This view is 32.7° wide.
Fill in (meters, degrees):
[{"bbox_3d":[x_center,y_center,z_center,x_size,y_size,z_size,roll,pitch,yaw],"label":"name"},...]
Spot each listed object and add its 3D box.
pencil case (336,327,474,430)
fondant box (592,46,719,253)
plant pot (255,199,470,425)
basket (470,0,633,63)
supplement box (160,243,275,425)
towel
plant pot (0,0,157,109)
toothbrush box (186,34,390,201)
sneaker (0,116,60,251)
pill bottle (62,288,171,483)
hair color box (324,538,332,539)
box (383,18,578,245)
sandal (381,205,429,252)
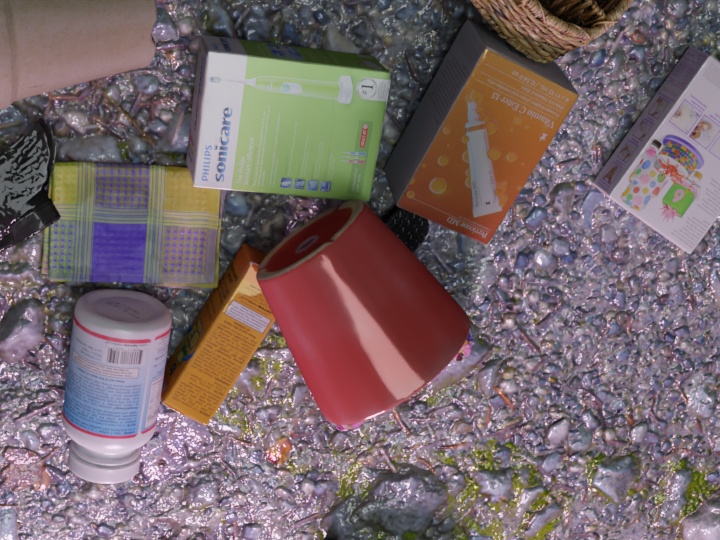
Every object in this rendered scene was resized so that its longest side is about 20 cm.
[{"bbox_3d":[0.040,0.108,1.467,0.199,0.087,0.083,-32,149,0],"label":"pencil case"},{"bbox_3d":[0.395,-0.143,1.469,0.143,0.058,0.201,30,101,-23],"label":"fondant box"},{"bbox_3d":[-0.009,0.036,1.320,0.199,0.201,0.178,-35,106,2],"label":"plant pot"},{"bbox_3d":[0.196,-0.329,1.266,0.148,0.144,0.200,-21,126,43],"label":"basket"},{"bbox_3d":[-0.156,0.074,1.411,0.068,0.067,0.201,27,102,-22],"label":"supplement box"},{"bbox_3d":[-0.248,-0.049,1.362,0.197,0.023,0.145,5,111,-16],"label":"towel"},{"bbox_3d":[-0.300,-0.254,1.188,0.181,0.200,0.203,-10,114,-22],"label":"plant pot"},{"bbox_3d":[-0.080,-0.163,1.323,0.197,0.086,0.147,3,111,-16],"label":"toothbrush box"},{"bbox_3d":[-0.397,-0.070,1.297,0.198,0.060,0.105,-27,102,6],"label":"sneaker"},{"bbox_3d":[-0.277,0.131,1.379,0.107,0.109,0.202,6,110,-16],"label":"pill bottle"},{"bbox_3d":[0.030,0.426,1.602,0.198,0.061,0.101,18,106,-20],"label":"hair color box"},{"bbox_3d":[0.130,-0.152,1.359,0.123,0.098,0.201,21,114,-19],"label":"box"},{"bbox_3d":[0.000,0.000,1.439,0.200,0.045,0.075,-46,121,-10],"label":"sandal"}]
